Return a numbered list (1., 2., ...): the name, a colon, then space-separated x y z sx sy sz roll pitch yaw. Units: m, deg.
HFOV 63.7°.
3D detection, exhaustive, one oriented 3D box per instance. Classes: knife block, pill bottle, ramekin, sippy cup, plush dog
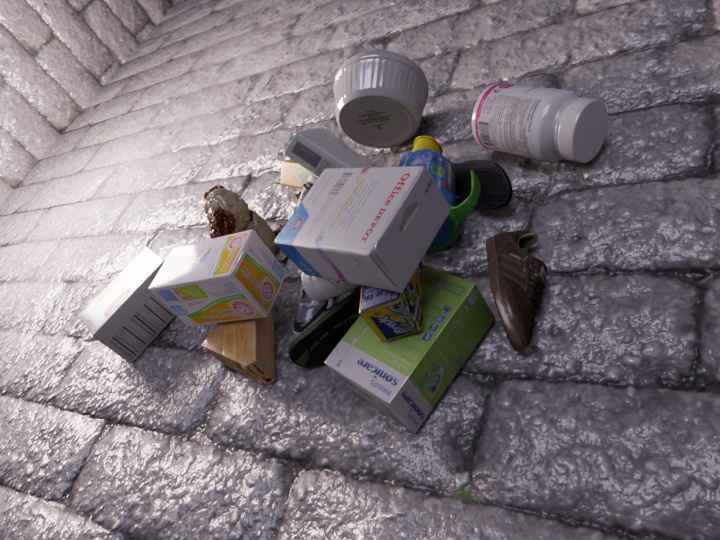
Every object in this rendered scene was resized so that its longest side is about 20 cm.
1. knife block: -0.188 0.091 1.030 0.199 0.064 0.177 12 61 43
2. pill bottle: 0.292 -0.243 0.956 0.114 0.114 0.199 -48 42 -13
3. ramekin: 0.038 -0.334 1.173 0.200 0.202 0.095 -8 60 30
4. sippy cup: 0.101 -0.121 0.955 0.175 0.140 0.132 11 60 3
5. plush dog: -0.244 -0.087 1.153 0.160 0.172 0.200 -36 39 1

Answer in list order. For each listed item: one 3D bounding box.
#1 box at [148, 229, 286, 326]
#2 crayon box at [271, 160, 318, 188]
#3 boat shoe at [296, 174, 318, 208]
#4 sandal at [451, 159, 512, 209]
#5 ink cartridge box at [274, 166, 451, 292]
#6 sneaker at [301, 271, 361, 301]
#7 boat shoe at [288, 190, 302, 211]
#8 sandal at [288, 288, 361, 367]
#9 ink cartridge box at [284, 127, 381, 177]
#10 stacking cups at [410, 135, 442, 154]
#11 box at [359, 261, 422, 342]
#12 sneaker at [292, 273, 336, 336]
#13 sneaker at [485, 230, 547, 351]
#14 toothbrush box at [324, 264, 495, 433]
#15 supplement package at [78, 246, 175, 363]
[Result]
1. box: -0.245 0.017 1.004 0.198 0.113 0.102 -9 44 32
2. crayon box: -0.072 -0.189 1.163 0.199 0.125 0.052 16 108 44
3. boat shoe: -0.037 -0.105 1.016 0.073 0.201 0.064 37 100 34
4. sandal: 0.191 -0.153 0.985 0.047 0.076 0.200 -3 17 -32
5. ink cartridge box: 0.001 -0.061 0.780 0.199 0.085 0.145 8 59 48
6. sneaker: 0.000 0.000 0.914 0.099 0.076 0.199 -23 0 37
7. boat shoe: -0.085 -0.110 1.137 0.073 0.075 0.201 -35 41 3
8. sandal: -0.032 0.079 0.922 0.199 0.080 0.058 -30 27 9
9. ink cartridge box: -0.037 -0.194 1.047 0.050 0.161 0.200 -56 1 17
10. stacking cups: 0.090 -0.155 1.063 0.060 0.061 0.201 5 57 38
11. box: 0.046 -0.005 0.814 0.064 0.070 0.202 -18 42 23
12. sneaker: -0.085 0.010 0.992 0.075 0.114 0.202 -2 51 35
13. sneaker: 0.222 0.015 0.799 0.075 0.071 0.202 -19 44 19
14. toothbrush box: 0.069 0.098 0.818 0.145 0.086 0.201 20 64 48
15. supplement package: -0.465 0.070 1.214 0.113 0.110 0.201 24 68 47
